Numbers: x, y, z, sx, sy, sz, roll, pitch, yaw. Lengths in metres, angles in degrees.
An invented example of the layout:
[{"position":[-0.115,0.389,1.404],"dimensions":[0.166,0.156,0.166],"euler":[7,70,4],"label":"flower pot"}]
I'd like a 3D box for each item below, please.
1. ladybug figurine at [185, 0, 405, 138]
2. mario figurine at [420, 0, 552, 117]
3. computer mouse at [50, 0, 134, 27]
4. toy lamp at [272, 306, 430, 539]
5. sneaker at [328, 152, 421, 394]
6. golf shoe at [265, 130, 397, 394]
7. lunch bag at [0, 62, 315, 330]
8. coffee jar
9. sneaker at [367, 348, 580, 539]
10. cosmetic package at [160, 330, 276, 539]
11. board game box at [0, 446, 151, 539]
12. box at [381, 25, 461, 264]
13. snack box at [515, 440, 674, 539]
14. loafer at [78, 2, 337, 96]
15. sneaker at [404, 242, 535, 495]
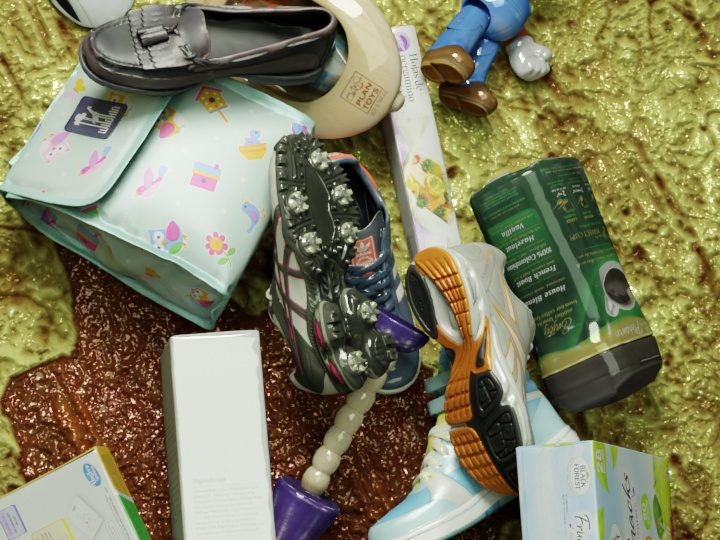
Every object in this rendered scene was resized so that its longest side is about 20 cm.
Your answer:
[{"position":[-0.048,-0.184,1.492],"dimensions":[0.200,0.072,0.136],"euler":[35,106,9],"label":"ladybug figurine"},{"position":[0.131,-0.230,1.525],"dimensions":[0.106,0.123,0.201],"euler":[25,74,0],"label":"mario figurine"},{"position":[-0.256,-0.289,1.506],"dimensions":[0.110,0.044,0.200],"euler":[-39,87,-17],"label":"computer mouse"},{"position":[-0.014,0.128,1.432],"dimensions":[0.058,0.058,0.201],"euler":[28,95,-3],"label":"toy lamp"},{"position":[0.000,0.000,1.469],"dimensions":[0.075,0.085,0.201],"euler":[-19,82,-14],"label":"sneaker"},{"position":[-0.044,-0.002,1.388],"dimensions":[0.077,0.088,0.201],"euler":[-10,86,-46],"label":"golf shoe"},{"position":[-0.160,-0.079,1.437],"dimensions":[0.199,0.122,0.171],"euler":[29,69,-2],"label":"lunch bag"},{"position":[0.168,0.013,1.487],"dimensions":[0.104,0.085,0.201],"euler":[-9,75,-58],"label":"coffee jar"},{"position":[0.065,0.138,1.456],"dimensions":[0.199,0.080,0.131],"euler":[-29,86,-25],"label":"sneaker"},{"position":[-0.109,0.154,1.407],"dimensions":[0.071,0.101,0.201],"euler":[-3,79,-12],"label":"cosmetic package"},{"position":[-0.248,0.243,1.365],"dimensions":[0.199,0.040,0.154],"euler":[-26,84,2],"label":"board game box"},{"position":[0.044,-0.101,1.522],"dimensions":[0.038,0.041,0.201],"euler":[-9,79,-12],"label":"box"},{"position":[0.185,0.222,1.397],"dimensions":[0.067,0.200,0.170],"euler":[-8,78,25],"label":"snack box"},{"position":[-0.112,-0.177,1.384],"dimensions":[0.199,0.063,0.072],"euler":[-4,64,-26],"label":"loafer"},{"position":[0.108,0.070,1.411],"dimensions":[0.092,0.076,0.201],"euler":[-18,93,-44],"label":"sneaker"}]
